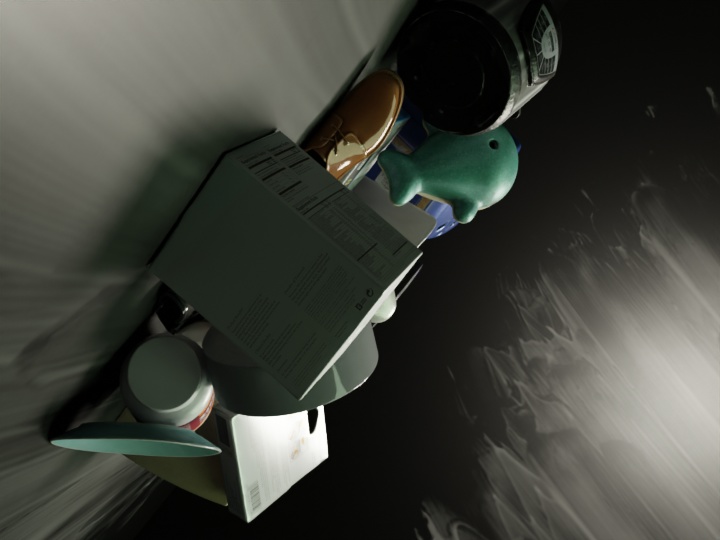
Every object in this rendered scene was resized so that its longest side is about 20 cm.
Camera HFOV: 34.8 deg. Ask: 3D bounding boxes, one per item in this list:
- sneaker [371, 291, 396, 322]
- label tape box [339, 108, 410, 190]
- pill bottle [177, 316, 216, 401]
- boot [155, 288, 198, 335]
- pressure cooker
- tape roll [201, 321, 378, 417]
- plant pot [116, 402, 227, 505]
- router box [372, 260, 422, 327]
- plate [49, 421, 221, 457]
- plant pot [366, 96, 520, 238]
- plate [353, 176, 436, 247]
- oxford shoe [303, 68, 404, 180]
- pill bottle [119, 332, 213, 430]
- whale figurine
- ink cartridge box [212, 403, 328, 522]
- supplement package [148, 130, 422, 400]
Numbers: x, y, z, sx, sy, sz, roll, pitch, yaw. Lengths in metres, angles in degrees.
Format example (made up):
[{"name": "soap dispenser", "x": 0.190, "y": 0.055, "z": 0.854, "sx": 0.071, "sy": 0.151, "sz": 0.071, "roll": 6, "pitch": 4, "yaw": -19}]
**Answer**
[{"name": "sneaker", "x": 0.000, "y": 0.000, "z": 1.438, "sx": 0.073, "sy": 0.201, "sz": 0.084, "roll": -43, "pitch": -144, "yaw": -14}, {"name": "label tape box", "x": -0.029, "y": -0.138, "z": 1.506, "sx": 0.201, "sy": 0.066, "sz": 0.143, "roll": -53, "pitch": 176, "yaw": 18}, {"name": "pill bottle", "x": -0.191, "y": 0.108, "z": 1.637, "sx": 0.111, "sy": 0.111, "sz": 0.200, "roll": -51, "pitch": 176, "yaw": 16}, {"name": "boot", "x": -0.185, "y": 0.026, "z": 1.354, "sx": 0.131, "sy": 0.070, "sz": 0.200, "roll": -41, "pitch": 168, "yaw": -17}, {"name": "pressure cooker", "x": 0.158, "y": -0.284, "z": 1.456, "sx": 0.200, "sy": 0.178, "sz": 0.176, "roll": -41, "pitch": 172, "yaw": -48}, {"name": "tape roll", "x": -0.081, "y": 0.090, "z": 1.336, "sx": 0.198, "sy": 0.067, "sz": 0.201, "roll": -11, "pitch": -157, "yaw": 5}, {"name": "plant pot", "x": -0.246, "y": 0.252, "z": 1.724, "sx": 0.188, "sy": 0.200, "sz": 0.187, "roll": -49, "pitch": 177, "yaw": -3}, {"name": "router box", "x": -0.020, "y": -0.025, "z": 1.692, "sx": 0.051, "sy": 0.200, "sz": 0.149, "roll": -53, "pitch": 176, "yaw": 35}, {"name": "plate", "x": -0.262, "y": 0.197, "z": 1.347, "sx": 0.200, "sy": 0.198, "sz": 0.026, "roll": 118, "pitch": -25, "yaw": -74}, {"name": "plant pot", "x": 0.084, "y": -0.161, "z": 1.703, "sx": 0.180, "sy": 0.200, "sz": 0.200, "roll": -36, "pitch": 168, "yaw": -50}, {"name": "plate", "x": -0.025, "y": -0.036, "z": 1.580, "sx": 0.200, "sy": 0.199, "sz": 0.032, "roll": -49, "pitch": 151, "yaw": -16}, {"name": "oxford shoe", "x": -0.021, "y": -0.158, "z": 1.384, "sx": 0.200, "sy": 0.071, "sz": 0.071, "roll": -50, "pitch": 173, "yaw": 18}, {"name": "pill bottle", "x": -0.233, "y": 0.139, "z": 1.396, "sx": 0.113, "sy": 0.113, "sz": 0.200, "roll": -49, "pitch": 177, "yaw": -14}, {"name": "whale figurine", "x": 0.123, "y": -0.143, "z": 1.525, "sx": 0.198, "sy": 0.161, "sz": 0.104, "roll": -11, "pitch": 169, "yaw": -29}, {"name": "ink cartridge box", "x": -0.126, "y": 0.234, "z": 1.648, "sx": 0.173, "sy": 0.043, "sz": 0.202, "roll": -35, "pitch": 135, "yaw": -38}, {"name": "supplement package", "x": -0.072, "y": -0.011, "z": 1.158, "sx": 0.152, "sy": 0.200, "sz": 0.151, "roll": -51, "pitch": 176, "yaw": 23}]
